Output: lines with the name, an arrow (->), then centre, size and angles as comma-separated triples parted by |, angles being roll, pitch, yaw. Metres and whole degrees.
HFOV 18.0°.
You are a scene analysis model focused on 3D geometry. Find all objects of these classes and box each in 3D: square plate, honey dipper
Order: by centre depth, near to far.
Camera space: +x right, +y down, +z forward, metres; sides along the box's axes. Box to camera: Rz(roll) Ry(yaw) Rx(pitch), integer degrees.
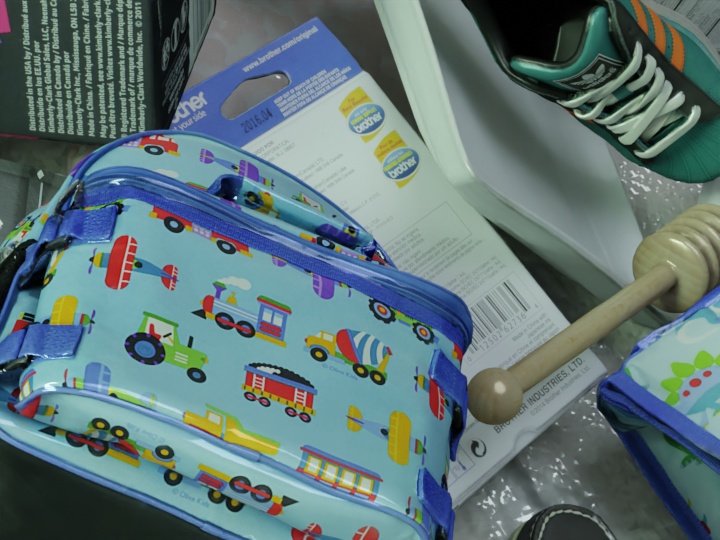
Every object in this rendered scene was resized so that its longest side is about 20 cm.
honey dipper -> 0.104, 0.021, 0.951 | 0.038, 0.038, 0.200 | 42, 39, 13
square plate -> 0.061, -0.080, 1.025 | 0.198, 0.028, 0.201 | 32, 33, -52

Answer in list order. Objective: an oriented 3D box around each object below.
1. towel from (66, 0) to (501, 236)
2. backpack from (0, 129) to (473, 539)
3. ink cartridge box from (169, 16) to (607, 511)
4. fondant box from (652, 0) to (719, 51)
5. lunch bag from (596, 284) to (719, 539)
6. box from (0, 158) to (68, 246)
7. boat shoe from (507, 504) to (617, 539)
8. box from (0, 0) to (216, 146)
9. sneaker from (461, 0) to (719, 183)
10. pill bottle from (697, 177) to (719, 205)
towel -> -0.036, -0.083, 1.039 | 0.199, 0.032, 0.192 | 12, 46, -19
backpack -> -0.050, 0.033, 0.789 | 0.182, 0.135, 0.201 | 26, 40, -10
ink cartridge box -> 0.000, 0.000, 0.945 | 0.119, 0.042, 0.200 | -35, 87, -39
fondant box -> 0.138, -0.179, 1.162 | 0.144, 0.058, 0.200 | 49, 29, 19
lunch bag -> 0.221, 0.072, 0.939 | 0.170, 0.128, 0.200 | -35, 69, -21
box -> -0.169, 0.037, 0.848 | 0.157, 0.048, 0.201 | 15, 46, -18
boat shoe -> 0.095, 0.167, 0.856 | 0.071, 0.066, 0.202 | 13, 46, -16
box -> -0.164, -0.129, 0.907 | 0.198, 0.107, 0.123 | 7, 35, 6
sneaker -> 0.101, -0.094, 1.007 | 0.200, 0.071, 0.080 | 40, 27, -26
pill bottle -> 0.267, -0.010, 1.075 | 0.199, 0.112, 0.113 | 16, 45, -13
